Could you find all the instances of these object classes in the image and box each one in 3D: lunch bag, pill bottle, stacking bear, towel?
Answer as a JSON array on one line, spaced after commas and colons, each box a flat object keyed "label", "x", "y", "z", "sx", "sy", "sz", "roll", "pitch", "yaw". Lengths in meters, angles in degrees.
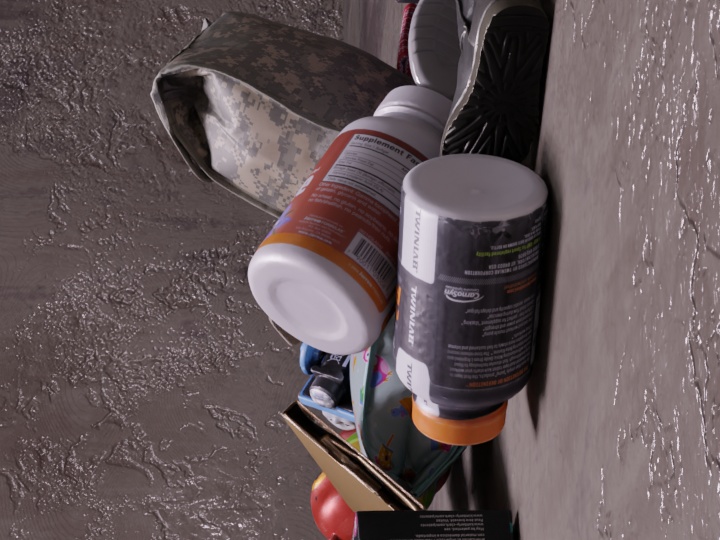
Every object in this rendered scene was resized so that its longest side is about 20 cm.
[{"label": "lunch bag", "x": 0.049, "y": 0.114, "z": 1.766, "sx": 0.170, "sy": 0.121, "sz": 0.201, "roll": 117, "pitch": 158, "yaw": -80}, {"label": "lunch bag", "x": -0.070, "y": -0.134, "z": 1.667, "sx": 0.118, "sy": 0.199, "sz": 0.164, "roll": -63, "pitch": -3, "yaw": 30}, {"label": "pill bottle", "x": 0.077, "y": 0.026, "z": 1.427, "sx": 0.106, "sy": 0.106, "sz": 0.201, "roll": -96, "pitch": 8, "yaw": -61}, {"label": "stacking bear", "x": 0.012, "y": 0.208, "z": 1.921, "sx": 0.121, "sy": 0.114, "sz": 0.200, "roll": -45, "pitch": -3, "yaw": 23}, {"label": "towel", "x": 0.045, "y": -0.157, "z": 1.827, "sx": 0.200, "sy": 0.022, "sz": 0.145, "roll": -81, "pitch": -8, "yaw": -69}, {"label": "pill bottle", "x": 0.008, "y": -0.043, "z": 1.499, "sx": 0.200, "sy": 0.112, "sz": 0.112, "roll": -56, "pitch": -15, "yaw": -31}]

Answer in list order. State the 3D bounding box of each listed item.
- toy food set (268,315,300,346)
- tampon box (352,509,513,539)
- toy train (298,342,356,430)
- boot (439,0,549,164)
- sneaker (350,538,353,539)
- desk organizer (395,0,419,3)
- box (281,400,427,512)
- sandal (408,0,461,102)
[{"label": "toy food set", "x": 0.000, "y": 0.000, "z": 1.651, "sx": 0.144, "sy": 0.060, "sz": 0.200, "roll": -46, "pitch": 1, "yaw": -13}, {"label": "tampon box", "x": 0.058, "y": 0.308, "z": 1.543, "sx": 0.150, "sy": 0.126, "sz": 0.201, "roll": 95, "pitch": 174, "yaw": -57}, {"label": "toy train", "x": 0.013, "y": 0.068, "z": 1.932, "sx": 0.200, "sy": 0.086, "sz": 0.115, "roll": -58, "pitch": -30, "yaw": -30}, {"label": "boot", "x": 0.090, "y": -0.184, "z": 1.490, "sx": 0.200, "sy": 0.072, "sz": 0.182, "roll": -107, "pitch": 30, "yaw": -51}, {"label": "sneaker", "x": -0.015, "y": 0.290, "z": 1.741, "sx": 0.200, "sy": 0.089, "sz": 0.079, "roll": 98, "pitch": -173, "yaw": -58}, {"label": "desk organizer", "x": 0.076, "y": -0.287, "z": 1.751, "sx": 0.200, "sy": 0.071, "sz": 0.077, "roll": -174, "pitch": 87, "yaw": -86}, {"label": "box", "x": 0.020, "y": 0.202, "z": 1.685, "sx": 0.163, "sy": 0.021, "sz": 0.200, "roll": 37, "pitch": 168, "yaw": 33}, {"label": "sandal", "x": 0.082, "y": -0.211, "z": 1.589, "sx": 0.050, "sy": 0.082, "sz": 0.203, "roll": 121, "pitch": 164, "yaw": -58}]
